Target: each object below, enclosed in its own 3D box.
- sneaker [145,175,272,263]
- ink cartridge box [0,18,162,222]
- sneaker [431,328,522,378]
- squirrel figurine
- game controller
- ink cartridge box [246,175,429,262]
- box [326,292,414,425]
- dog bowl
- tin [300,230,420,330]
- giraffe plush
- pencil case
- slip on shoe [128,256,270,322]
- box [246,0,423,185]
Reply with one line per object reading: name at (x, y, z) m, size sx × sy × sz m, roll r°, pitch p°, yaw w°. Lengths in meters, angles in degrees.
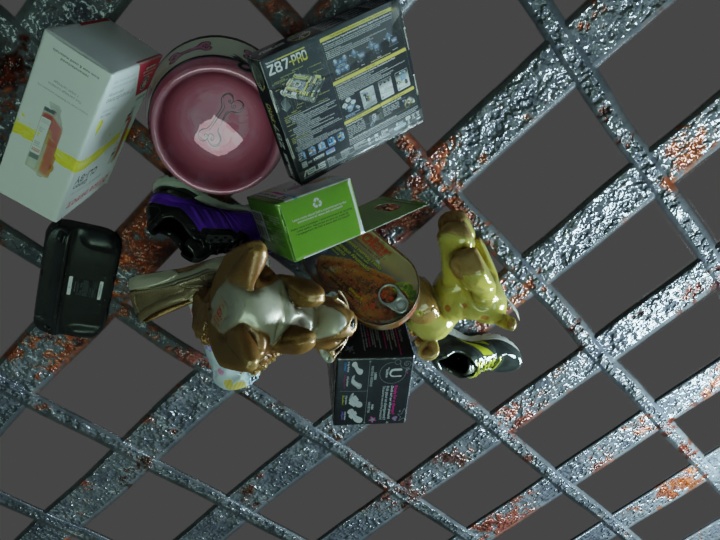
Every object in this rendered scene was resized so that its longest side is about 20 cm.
sneaker at (-0.204, -0.048, 0.860) m, size 0.197 × 0.101 × 0.070 m, roll 20°, pitch 141°, yaw -16°
ink cartridge box at (-0.331, -0.179, 0.733) m, size 0.083 × 0.146 × 0.201 m, roll 31°, pitch 115°, yaw -11°
sneaker at (0.194, 0.156, 1.067) m, size 0.196 × 0.085 × 0.075 m, roll 12°, pitch 121°, yaw -15°
squirrel figurine at (-0.106, 0.061, 0.788) m, size 0.184 × 0.145 × 0.198 m, roll 8°, pitch 163°, yaw -41°
game controller at (-0.422, 0.018, 0.922) m, size 0.103 × 0.042 × 0.202 m, roll 7°, pitch 123°, yaw -30°
ink cartridge box at (-0.033, -0.091, 0.820) m, size 0.197 × 0.147 × 0.077 m, roll -24°, pitch 108°, yaw -20°
box at (0.008, 0.116, 0.944) m, size 0.112 × 0.201 × 0.134 m, roll 0°, pitch 123°, yaw -7°
dog bowl at (-0.181, -0.189, 0.799) m, size 0.196 × 0.074 × 0.203 m, roll -4°, pitch 122°, yaw -6°
tin at (0.000, 0.000, 0.890) m, size 0.112 × 0.199 × 0.042 m, roll -47°, pitch 159°, yaw -4°
giraffe plush at (0.128, 0.036, 0.935) m, size 0.160 × 0.173 × 0.202 m, roll -28°, pitch 111°, yaw 16°
pencil case at (-0.212, 0.089, 0.959) m, size 0.082 × 0.090 × 0.203 m, roll -25°, pitch 124°, yaw -23°
slip on shoe at (-0.216, 0.024, 0.842) m, size 0.196 × 0.076 × 0.062 m, roll -10°, pitch 81°, yaw -1°
box at (-0.023, -0.224, 0.773) m, size 0.198 × 0.049 × 0.163 m, roll -31°, pitch 127°, yaw -17°
